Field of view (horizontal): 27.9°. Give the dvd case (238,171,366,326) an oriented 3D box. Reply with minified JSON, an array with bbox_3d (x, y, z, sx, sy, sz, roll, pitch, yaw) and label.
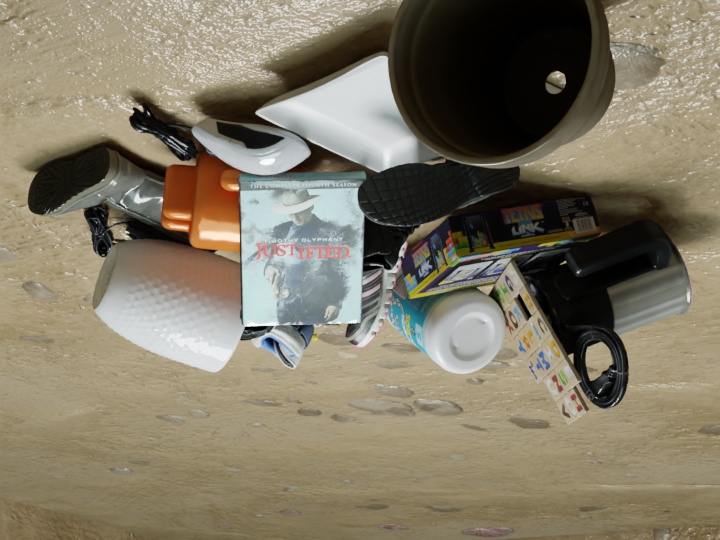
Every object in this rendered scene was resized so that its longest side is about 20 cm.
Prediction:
[{"bbox_3d":[-0.068,-0.023,1.672,0.145,0.022,0.201,-1,122,-5],"label":"dvd case"}]

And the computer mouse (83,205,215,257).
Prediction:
[{"bbox_3d":[-0.274,-0.033,1.951,0.199,0.046,0.140,7,158,-7],"label":"computer mouse"}]

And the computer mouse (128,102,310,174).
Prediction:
[{"bbox_3d":[-0.152,-0.137,1.602,0.199,0.044,0.110,11,164,25],"label":"computer mouse"}]

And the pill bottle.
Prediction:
[{"bbox_3d":[0.101,0.052,1.926,0.111,0.111,0.200,17,-169,-29],"label":"pill bottle"}]

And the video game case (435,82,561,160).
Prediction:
[{"bbox_3d":[0.098,-0.176,1.547,0.143,0.018,0.200,20,154,-35],"label":"video game case"}]

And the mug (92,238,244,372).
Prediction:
[{"bbox_3d":[-0.253,0.029,1.878,0.175,0.148,0.200,20,-173,-21],"label":"mug"}]

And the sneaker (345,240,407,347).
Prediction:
[{"bbox_3d":[0.000,0.000,1.826,0.087,0.201,0.074,11,-159,-11],"label":"sneaker"}]

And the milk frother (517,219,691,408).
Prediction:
[{"bbox_3d":[0.323,0.059,1.774,0.188,0.201,0.181,-19,165,-13],"label":"milk frother"}]

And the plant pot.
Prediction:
[{"bbox_3d":[0.150,-0.183,1.315,0.199,0.201,0.173,-7,172,28],"label":"plant pot"}]

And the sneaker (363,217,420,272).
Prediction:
[{"bbox_3d":[0.037,-0.045,1.735,0.199,0.105,0.060,-12,155,7],"label":"sneaker"}]

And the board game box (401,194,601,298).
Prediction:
[{"bbox_3d":[0.170,-0.029,1.784,0.199,0.057,0.165,-9,166,-23],"label":"board game box"}]

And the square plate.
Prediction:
[{"bbox_3d":[0.026,-0.167,1.521,0.198,0.029,0.200,23,153,-38],"label":"square plate"}]

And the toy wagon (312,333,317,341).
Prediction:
[{"bbox_3d":[-0.151,0.068,2.203,0.200,0.040,0.155,20,155,-36],"label":"toy wagon"}]

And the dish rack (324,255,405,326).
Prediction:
[{"bbox_3d":[-0.041,0.011,1.929,0.153,0.055,0.200,11,134,-14],"label":"dish rack"}]

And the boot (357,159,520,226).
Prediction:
[{"bbox_3d":[0.072,-0.082,1.627,0.199,0.070,0.132,-11,176,-22],"label":"boot"}]

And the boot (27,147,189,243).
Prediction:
[{"bbox_3d":[-0.289,-0.084,1.811,0.181,0.073,0.200,-10,162,37],"label":"boot"}]

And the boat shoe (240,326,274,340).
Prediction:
[{"bbox_3d":[-0.140,0.051,1.909,0.066,0.075,0.199,-37,-179,-37],"label":"boat shoe"}]

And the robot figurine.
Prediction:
[{"bbox_3d":[-0.134,-0.078,1.712,0.199,0.117,0.144,6,124,-8],"label":"robot figurine"}]

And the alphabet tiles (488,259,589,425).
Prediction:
[{"bbox_3d":[0.221,0.096,1.798,0.008,0.200,0.167,-26,168,-11],"label":"alphabet tiles"}]

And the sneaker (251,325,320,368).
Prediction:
[{"bbox_3d":[-0.073,0.077,2.057,0.200,0.147,0.081,17,156,-29],"label":"sneaker"}]
